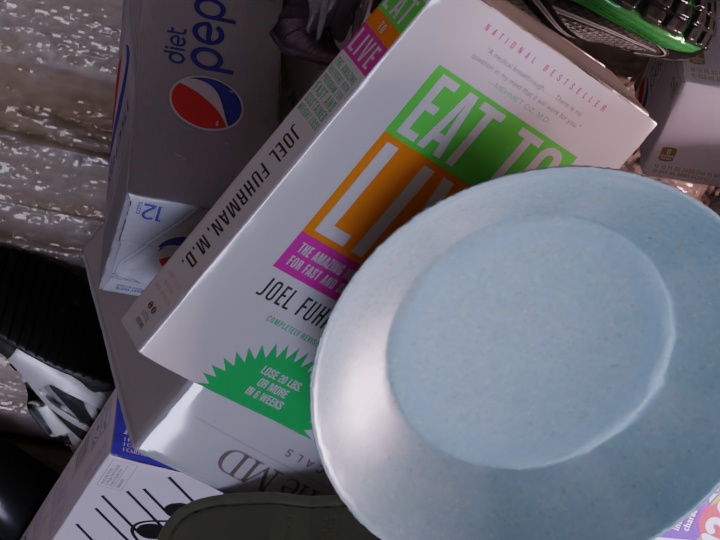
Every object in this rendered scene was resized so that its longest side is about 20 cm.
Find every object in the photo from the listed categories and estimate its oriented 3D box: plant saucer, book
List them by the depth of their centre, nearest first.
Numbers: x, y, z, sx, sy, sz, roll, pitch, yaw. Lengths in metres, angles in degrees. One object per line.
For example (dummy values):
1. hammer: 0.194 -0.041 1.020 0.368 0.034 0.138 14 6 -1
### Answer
1. book: 0.010 -0.025 1.138 0.133 0.048 0.200 28 108 -40
2. plant saucer: 0.074 0.037 1.146 0.200 0.039 0.202 -5 121 -8

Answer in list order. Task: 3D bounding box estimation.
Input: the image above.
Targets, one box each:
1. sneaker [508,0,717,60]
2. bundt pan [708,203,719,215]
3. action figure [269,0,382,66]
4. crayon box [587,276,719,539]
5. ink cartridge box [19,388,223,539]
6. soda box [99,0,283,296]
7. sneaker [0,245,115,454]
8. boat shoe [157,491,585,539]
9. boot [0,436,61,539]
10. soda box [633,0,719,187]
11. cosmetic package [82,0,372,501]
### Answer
1. sneaker: 0.072 -0.143 1.255 0.199 0.078 0.085 20 142 -9
2. bundt pan: 0.208 0.059 1.332 0.201 0.203 0.076 -1 -179 1
3. action figure: 0.026 -0.181 1.151 0.129 0.069 0.201 9 99 -23
4. crayon box: 0.137 0.088 1.235 0.118 0.058 0.201 18 119 -1
5. ink cartridge box: -0.119 0.137 1.460 0.094 0.044 0.200 15 144 -17
6. soda box: -0.074 -0.077 1.221 0.068 0.201 0.064 10 136 -11
7. sneaker: -0.149 0.064 1.457 0.200 0.074 0.089 33 127 -15
8. boat shoe: 0.010 0.138 1.232 0.200 0.072 0.061 2 147 16
9. boot: -0.111 0.121 1.544 0.199 0.066 0.165 -21 131 20
10. soda box: 0.237 -0.076 1.329 0.199 0.064 0.068 8 138 -11
11. cosmetic package: 0.000 0.000 1.296 0.167 0.167 0.200 30 111 -31
